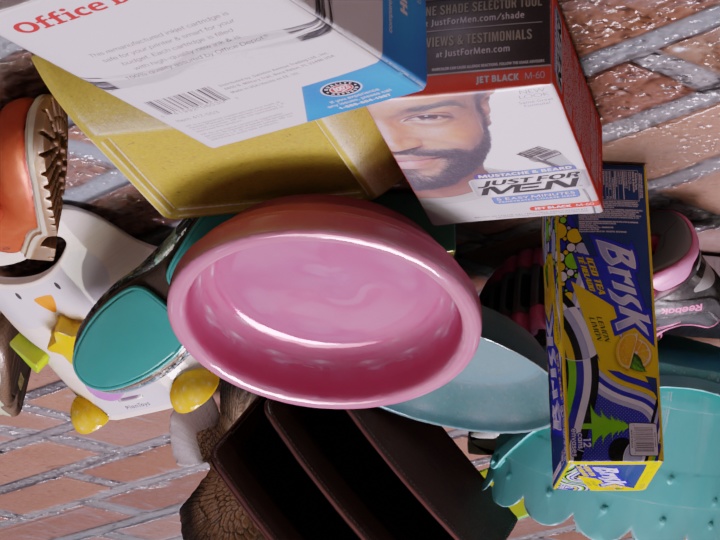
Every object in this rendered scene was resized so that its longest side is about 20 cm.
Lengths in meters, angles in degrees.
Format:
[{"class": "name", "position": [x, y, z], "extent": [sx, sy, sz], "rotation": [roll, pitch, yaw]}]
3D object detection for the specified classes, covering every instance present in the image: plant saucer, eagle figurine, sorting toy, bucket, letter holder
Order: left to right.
[{"class": "sorting toy", "position": [-0.198, 0.019, 1.696], "extent": [0.199, 0.107, 0.180], "rotation": [-14, 136, 35]}, {"class": "plant saucer", "position": [-0.073, -0.082, 1.444], "extent": [0.198, 0.049, 0.200], "rotation": [-5, 160, 14]}, {"class": "eagle figurine", "position": [-0.087, 0.161, 1.960], "extent": [0.150, 0.153, 0.200], "rotation": [-28, -179, 10]}, {"class": "plant saucer", "position": [-0.022, 0.015, 1.515], "extent": [0.199, 0.051, 0.201], "rotation": [3, 145, 2]}, {"class": "letter holder", "position": [0.001, 0.164, 1.773], "extent": [0.100, 0.200, 0.142], "rotation": [-38, -175, 29]}, {"class": "plant saucer", "position": [0.053, 0.058, 1.667], "extent": [0.198, 0.036, 0.200], "rotation": [14, 158, 6]}, {"class": "bucket", "position": [0.201, 0.119, 1.774], "extent": [0.205, 0.136, 0.207], "rotation": [11, -173, -1]}]

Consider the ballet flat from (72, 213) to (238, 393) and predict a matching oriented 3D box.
[{"class": "ballet flat", "position": [-0.117, 0.010, 1.604], "extent": [0.074, 0.075, 0.200], "rotation": [18, 133, -41]}]

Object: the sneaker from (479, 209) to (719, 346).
[{"class": "sneaker", "position": [0.168, 0.027, 1.672], "extent": [0.199, 0.079, 0.095], "rotation": [-15, 138, 40]}]

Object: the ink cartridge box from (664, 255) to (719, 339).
[{"class": "ink cartridge box", "position": [0.281, 0.023, 1.753], "extent": [0.198, 0.037, 0.095], "rotation": [7, 158, -12]}]

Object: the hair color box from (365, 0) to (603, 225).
[{"class": "hair color box", "position": [0.074, -0.091, 1.396], "extent": [0.110, 0.064, 0.200], "rotation": [-4, 159, 13]}]

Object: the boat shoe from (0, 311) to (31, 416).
[{"class": "boat shoe", "position": [-0.298, 0.069, 1.845], "extent": [0.076, 0.072, 0.200], "rotation": [13, 160, -2]}]

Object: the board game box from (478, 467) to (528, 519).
[{"class": "board game box", "position": [0.050, 0.202, 1.922], "extent": [0.199, 0.048, 0.102], "rotation": [-19, 175, -14]}]

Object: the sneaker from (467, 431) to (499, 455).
[{"class": "sneaker", "position": [0.149, 0.103, 1.917], "extent": [0.128, 0.080, 0.199], "rotation": [-3, 159, 0]}]

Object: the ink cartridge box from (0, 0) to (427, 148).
[{"class": "ink cartridge box", "position": [-0.078, -0.144, 1.214], "extent": [0.146, 0.087, 0.200], "rotation": [-13, 155, 31]}]

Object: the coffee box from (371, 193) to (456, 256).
[{"class": "coffee box", "position": [0.000, 0.000, 1.676], "extent": [0.122, 0.044, 0.200], "rotation": [2, 160, -4]}]

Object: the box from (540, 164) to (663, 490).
[{"class": "box", "position": [0.154, 0.037, 1.544], "extent": [0.064, 0.202, 0.070], "rotation": [1, 160, -3]}]

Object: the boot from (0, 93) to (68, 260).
[{"class": "boot", "position": [-0.234, -0.058, 1.483], "extent": [0.106, 0.076, 0.200], "rotation": [9, 160, -9]}]
